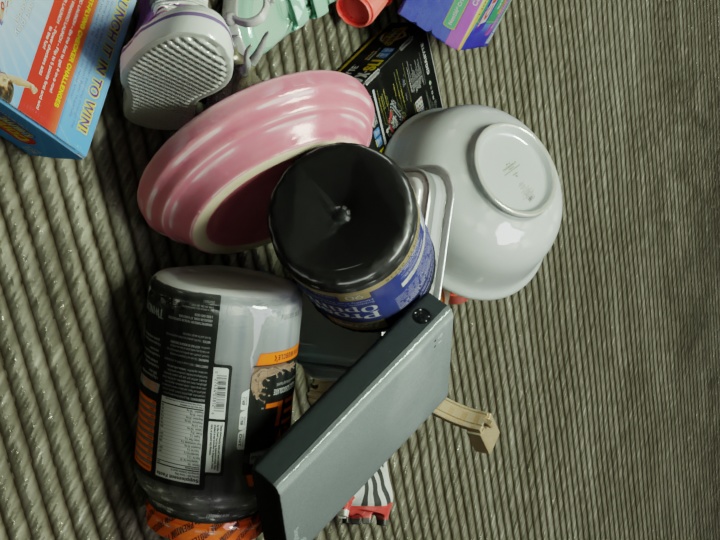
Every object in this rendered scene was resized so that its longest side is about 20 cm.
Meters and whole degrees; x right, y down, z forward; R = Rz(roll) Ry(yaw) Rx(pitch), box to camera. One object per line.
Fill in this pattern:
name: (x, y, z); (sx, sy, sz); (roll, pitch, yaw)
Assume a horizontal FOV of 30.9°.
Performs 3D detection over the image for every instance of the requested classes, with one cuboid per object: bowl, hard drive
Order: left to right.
hard drive: (-0.004, 0.124, 1.020); (0.200, 0.033, 0.140); (-43, 155, -25)
bowl: (0.124, -0.080, 1.251); (0.200, 0.090, 0.203); (12, 65, -26)

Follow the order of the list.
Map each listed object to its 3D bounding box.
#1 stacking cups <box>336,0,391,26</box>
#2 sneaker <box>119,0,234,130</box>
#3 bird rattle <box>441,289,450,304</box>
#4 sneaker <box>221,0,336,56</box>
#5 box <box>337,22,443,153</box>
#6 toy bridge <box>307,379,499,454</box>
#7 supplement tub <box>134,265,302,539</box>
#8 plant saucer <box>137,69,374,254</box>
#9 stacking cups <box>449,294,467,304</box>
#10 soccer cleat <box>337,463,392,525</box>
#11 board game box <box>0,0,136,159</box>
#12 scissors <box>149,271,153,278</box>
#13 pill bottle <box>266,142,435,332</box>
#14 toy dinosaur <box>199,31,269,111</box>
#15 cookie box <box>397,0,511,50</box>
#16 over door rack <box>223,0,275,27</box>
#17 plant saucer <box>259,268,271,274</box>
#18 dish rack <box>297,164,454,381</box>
stacking cups: (0.035, -0.316, 1.276); (0.200, 0.060, 0.061); (-55, 139, -37)
sneaker: (-0.133, -0.179, 0.928); (0.072, 0.200, 0.115); (10, 80, -19)
bird rattle: (0.051, 0.056, 1.292); (0.200, 0.112, 0.164); (28, 85, -54)
sneaker: (-0.032, -0.250, 1.119); (0.201, 0.117, 0.074); (-56, 141, -37)
box: (0.032, -0.126, 1.317); (0.160, 0.049, 0.201); (-49, 135, -42)
toy bridge: (0.035, 0.124, 1.213); (0.027, 0.199, 0.067); (-60, 141, -30)
supplement tub: (-0.113, 0.104, 1.023); (0.122, 0.122, 0.202); (-11, 110, -58)
plant saucer: (-0.073, -0.074, 1.012); (0.200, 0.200, 0.051); (5, 51, -60)
stacking cups: (0.101, -0.011, 1.386); (0.200, 0.060, 0.061); (79, 28, -65)
soccer cleat: (-0.019, 0.199, 1.267); (0.200, 0.068, 0.086); (32, 57, -62)
board game box: (-0.230, -0.205, 0.850); (0.196, 0.055, 0.202); (39, 61, -55)
scissors: (-0.133, 0.069, 1.104); (0.073, 0.014, 0.201); (-46, 131, -44)
pill bottle: (0.001, -0.015, 1.018); (0.200, 0.111, 0.113); (59, 43, -72)
toy dinosaur: (-0.085, -0.117, 1.058); (0.200, 0.101, 0.078); (38, 60, -58)
cookie box: (0.122, -0.312, 1.298); (0.172, 0.075, 0.200); (-62, 173, 16)
over door rack: (-0.108, -0.313, 1.023); (0.148, 0.066, 0.202); (61, 30, -59)
plant saucer: (-0.084, 0.104, 1.169); (0.070, 0.019, 0.202); (-43, 132, -67)
dish rack: (0.000, 0.000, 1.174); (0.043, 0.171, 0.202); (15, 81, -43)
